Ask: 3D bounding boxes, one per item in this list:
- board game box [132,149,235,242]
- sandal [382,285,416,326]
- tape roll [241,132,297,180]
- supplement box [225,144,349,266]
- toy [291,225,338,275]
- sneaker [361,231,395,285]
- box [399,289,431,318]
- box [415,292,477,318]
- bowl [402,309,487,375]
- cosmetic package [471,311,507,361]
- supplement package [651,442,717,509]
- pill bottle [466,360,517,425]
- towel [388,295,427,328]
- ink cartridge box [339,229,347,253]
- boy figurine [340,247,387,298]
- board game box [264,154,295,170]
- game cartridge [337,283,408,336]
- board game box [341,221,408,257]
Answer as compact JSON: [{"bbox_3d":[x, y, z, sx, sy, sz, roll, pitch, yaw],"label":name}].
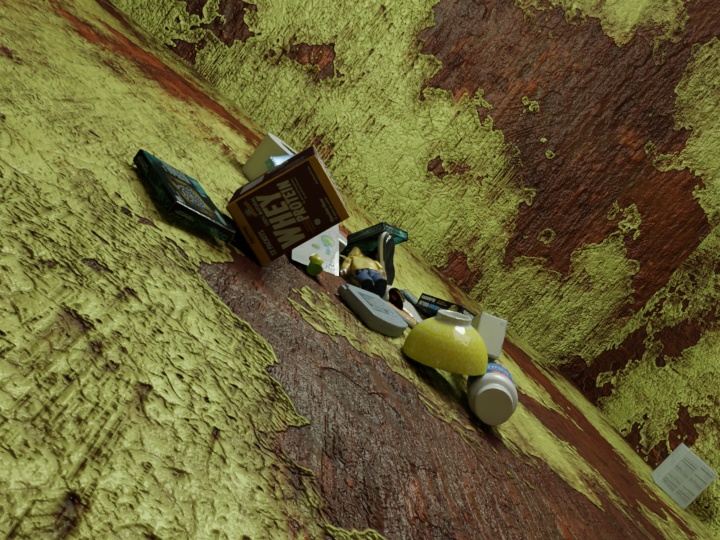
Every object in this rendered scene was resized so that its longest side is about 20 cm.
[{"bbox_3d":[-0.315,-0.133,1.115,0.135,0.028,0.200,31,12,-47],"label":"board game box"},{"bbox_3d":[0.092,0.079,1.630,0.079,0.060,0.206,36,0,-41],"label":"sandal"},{"bbox_3d":[-0.244,-0.304,1.914,0.202,0.140,0.203,38,10,-8],"label":"tape roll"},{"bbox_3d":[-0.142,-0.136,1.247,0.134,0.196,0.200,60,4,-17],"label":"supplement box"},{"bbox_3d":[-0.110,-0.059,1.468,0.114,0.047,0.201,19,34,-18],"label":"toy"},{"bbox_3d":[0.033,-0.039,1.761,0.119,0.084,0.201,16,-42,19],"label":"sneaker"},{"bbox_3d":[0.193,0.136,1.906,0.200,0.038,0.136,43,10,13],"label":"box"},{"bbox_3d":[0.271,0.136,1.775,0.158,0.046,0.199,34,-8,-30],"label":"box"},{"bbox_3d":[0.201,0.152,1.418,0.198,0.109,0.200,12,7,-2],"label":"bowl"},{"bbox_3d":[0.295,0.185,1.593,0.070,0.106,0.200,20,-22,-4],"label":"cosmetic package"},{"bbox_3d":[1.381,0.877,2.676,0.151,0.200,0.152,43,10,16],"label":"supplement package"},{"bbox_3d":[0.299,0.280,1.422,0.112,0.113,0.200,40,9,3],"label":"pill bottle"},{"bbox_3d":[0.147,0.130,1.765,0.200,0.035,0.132,41,9,7],"label":"towel"},{"bbox_3d":[-0.135,-0.110,1.610,0.199,0.083,0.147,39,9,-8],"label":"ink cartridge box"},{"bbox_3d":[0.000,0.000,1.656,0.123,0.065,0.200,-2,27,-21],"label":"boy figurine"},{"bbox_3d":[-0.167,-0.228,1.754,0.151,0.036,0.202,-19,85,-49],"label":"board game box"},{"bbox_3d":[0.035,0.098,1.471,0.133,0.042,0.200,50,13,27],"label":"game cartridge"},{"bbox_3d":[0.020,-0.083,1.790,0.135,0.198,0.029,16,61,-53],"label":"board game box"}]
